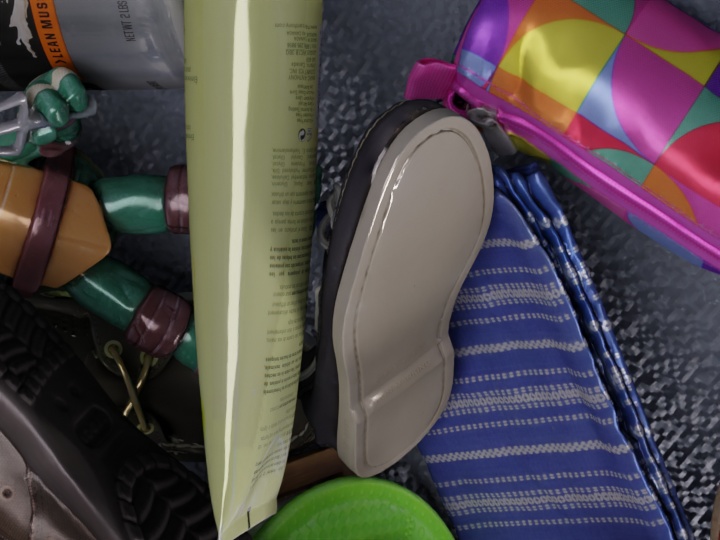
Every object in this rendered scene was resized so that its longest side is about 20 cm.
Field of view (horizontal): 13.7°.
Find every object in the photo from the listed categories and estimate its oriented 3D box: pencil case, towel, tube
[{"bbox_3d":[0.121,-0.046,1.118,0.200,0.088,0.088,29,111,6],"label":"pencil case"},{"bbox_3d":[0.057,0.056,1.155,0.145,0.024,0.200,-9,106,56],"label":"towel"},{"bbox_3d":[-0.041,-0.003,1.087,0.052,0.058,0.200,9,101,54],"label":"tube"}]

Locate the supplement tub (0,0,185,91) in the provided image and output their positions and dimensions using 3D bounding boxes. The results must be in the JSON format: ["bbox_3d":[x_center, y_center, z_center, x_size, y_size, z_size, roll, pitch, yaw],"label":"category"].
[{"bbox_3d":[-0.150,-0.129,1.148,0.200,0.123,0.123,0,105,16],"label":"supplement tub"}]

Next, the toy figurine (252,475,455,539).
[{"bbox_3d":[0.070,0.177,1.125,0.184,0.150,0.200,4,140,44],"label":"toy figurine"}]

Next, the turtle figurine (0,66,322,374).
[{"bbox_3d":[-0.123,-0.016,1.140,0.200,0.101,0.150,13,116,-11],"label":"turtle figurine"}]

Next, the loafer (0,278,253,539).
[{"bbox_3d":[-0.104,0.091,1.091,0.071,0.073,0.200,-40,87,27],"label":"loafer"}]

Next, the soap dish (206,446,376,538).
[{"bbox_3d":[-0.079,0.167,1.185,0.081,0.200,0.157,13,116,55],"label":"soap dish"}]

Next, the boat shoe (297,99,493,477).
[{"bbox_3d":[0.000,0.000,1.107,0.063,0.073,0.200,44,152,25],"label":"boat shoe"}]

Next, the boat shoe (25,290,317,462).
[{"bbox_3d":[-0.106,0.042,1.217,0.202,0.060,0.072,11,108,12],"label":"boat shoe"}]

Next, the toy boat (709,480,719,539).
[{"bbox_3d":[0.229,0.107,1.082,0.200,0.131,0.131,2,105,-7],"label":"toy boat"}]
